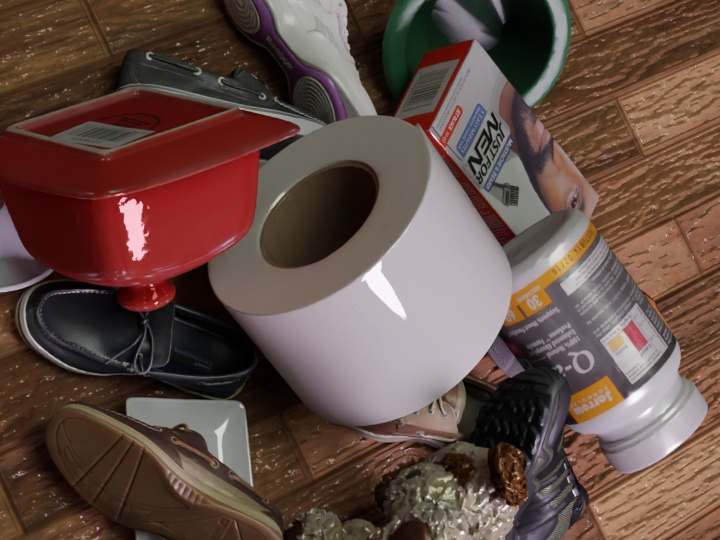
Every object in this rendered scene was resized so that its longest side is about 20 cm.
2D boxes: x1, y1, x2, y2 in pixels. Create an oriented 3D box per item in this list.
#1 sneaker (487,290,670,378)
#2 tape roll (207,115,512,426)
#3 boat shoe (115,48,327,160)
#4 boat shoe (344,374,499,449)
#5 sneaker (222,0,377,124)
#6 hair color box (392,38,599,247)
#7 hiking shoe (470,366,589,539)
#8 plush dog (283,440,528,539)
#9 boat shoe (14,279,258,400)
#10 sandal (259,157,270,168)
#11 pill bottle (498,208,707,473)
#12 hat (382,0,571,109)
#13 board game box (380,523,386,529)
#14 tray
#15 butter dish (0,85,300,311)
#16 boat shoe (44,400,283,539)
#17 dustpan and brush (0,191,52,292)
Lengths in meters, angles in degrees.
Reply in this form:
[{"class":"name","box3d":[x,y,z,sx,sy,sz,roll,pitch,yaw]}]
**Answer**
[{"class":"sneaker","box3d":[0.190,0.054,1.908,0.199,0.078,0.113,29,44,-16]},{"class":"tape roll","box3d":[0.000,0.000,1.688,0.139,0.201,0.204,53,49,-36]},{"class":"boat shoe","box3d":[-0.107,-0.136,1.779,0.198,0.070,0.067,10,68,-22]},{"class":"boat shoe","box3d":[0.058,0.105,1.790,0.199,0.072,0.076,16,64,-28]},{"class":"sneaker","box3d":[-0.030,-0.189,1.840,0.099,0.075,0.201,-36,94,-37]},{"class":"hair color box","box3d":[0.114,-0.086,1.876,0.200,0.064,0.111,48,51,-30]},{"class":"hiking shoe","box3d":[0.141,0.165,1.778,0.100,0.202,0.076,-5,30,-39]},{"class":"plush dog","box3d":[0.059,0.204,1.646,0.161,0.199,0.172,47,58,-22]},{"class":"boat shoe","box3d":[-0.166,0.049,1.668,0.199,0.062,0.075,19,65,-26]},{"class":"sandal","box3d":[-0.133,-0.056,1.733,0.198,0.054,0.083,-1,73,-34]},{"class":"pill bottle","box3d":[0.189,0.059,1.783,0.201,0.116,0.116,53,53,-9]},{"class":"hat","box3d":[0.091,-0.235,1.970,0.198,0.176,0.167,-19,118,-8]},{"class":"board game box","box3d":[0.052,0.310,1.726,0.152,0.045,0.201,-41,97,-36]},{"class":"tray","box3d":[-0.128,0.197,1.662,0.107,0.022,0.202,4,71,-32]},{"class":"butter dish","box3d":[-0.166,-0.042,1.609,0.198,0.199,0.149,-21,115,-39]},{"class":"boat shoe","box3d":[-0.141,0.152,1.624,0.199,0.072,0.072,30,27,-9]},{"class":"dustpan and brush","box3d":[-0.317,-0.023,1.593,0.200,0.057,0.140,-36,94,-38]}]
